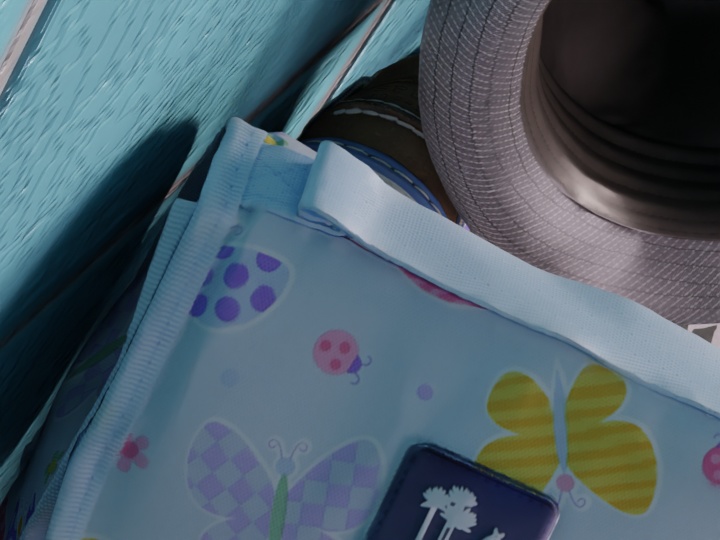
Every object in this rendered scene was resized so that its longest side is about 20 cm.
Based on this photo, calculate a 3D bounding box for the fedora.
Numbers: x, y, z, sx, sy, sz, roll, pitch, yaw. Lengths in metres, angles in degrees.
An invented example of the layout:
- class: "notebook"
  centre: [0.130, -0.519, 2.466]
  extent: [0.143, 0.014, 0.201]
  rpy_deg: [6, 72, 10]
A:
- class: "fedora"
  centre: [0.097, -0.078, 0.652]
  extent: [0.176, 0.090, 0.200]
  rpy_deg: [-11, 147, 5]

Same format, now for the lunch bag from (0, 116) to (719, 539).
- class: "lunch bag"
  centre: [0.004, 0.067, 0.633]
  extent: [0.200, 0.169, 0.127]
  rpy_deg: [-54, -166, 47]

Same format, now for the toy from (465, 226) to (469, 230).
- class: "toy"
  centre: [0.000, 0.000, 0.918]
  extent: [0.200, 0.047, 0.115]
  rpy_deg: [-51, 177, 29]

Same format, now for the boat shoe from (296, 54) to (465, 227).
- class: "boat shoe"
  centre: [-0.008, 0.008, 0.754]
  extent: [0.072, 0.072, 0.200]
  rpy_deg: [-56, -177, -29]

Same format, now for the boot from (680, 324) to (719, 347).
- class: "boot"
  centre: [0.130, -0.025, 1.031]
  extent: [0.182, 0.200, 0.073]
  rpy_deg: [-50, -151, 28]
